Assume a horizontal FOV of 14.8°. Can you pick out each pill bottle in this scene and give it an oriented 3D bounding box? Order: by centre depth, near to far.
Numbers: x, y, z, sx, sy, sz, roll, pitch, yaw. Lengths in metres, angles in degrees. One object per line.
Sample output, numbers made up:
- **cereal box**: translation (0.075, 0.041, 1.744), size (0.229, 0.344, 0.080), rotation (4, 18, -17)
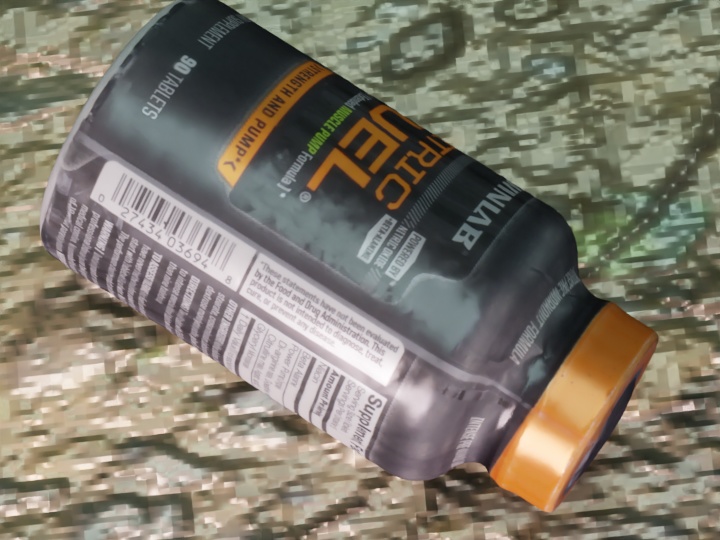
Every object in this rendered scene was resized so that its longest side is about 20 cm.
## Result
- **pill bottle**: translation (0.000, 0.000, 0.932), size (0.200, 0.106, 0.106), rotation (32, 81, 9)
